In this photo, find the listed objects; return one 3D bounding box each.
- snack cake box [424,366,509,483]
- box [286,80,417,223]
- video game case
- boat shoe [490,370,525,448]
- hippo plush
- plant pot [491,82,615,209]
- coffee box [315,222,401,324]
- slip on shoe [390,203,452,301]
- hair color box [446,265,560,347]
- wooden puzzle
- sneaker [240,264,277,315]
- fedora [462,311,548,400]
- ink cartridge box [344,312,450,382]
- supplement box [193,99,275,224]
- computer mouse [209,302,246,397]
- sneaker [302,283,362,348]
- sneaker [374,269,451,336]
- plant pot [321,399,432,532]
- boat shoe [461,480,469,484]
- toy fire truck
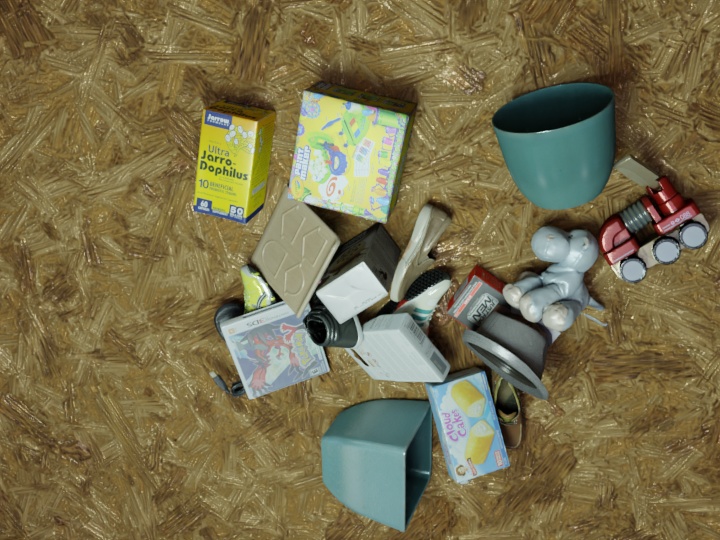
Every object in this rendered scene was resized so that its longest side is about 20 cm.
[{"bbox_3d":[0.213,0.308,1.549,0.114,0.067,0.201,-16,94,-9],"label":"snack cake box"},{"bbox_3d":[-0.015,-0.218,1.406,0.191,0.122,0.201,15,114,6],"label":"box"},{"bbox_3d":[-0.171,0.158,1.579,0.181,0.023,0.201,-19,125,-6],"label":"video game case"},{"bbox_3d":[0.293,0.284,1.564,0.071,0.068,0.201,-8,110,14],"label":"boat shoe"},{"bbox_3d":[0.368,0.008,1.389,0.199,0.159,0.162,15,114,7],"label":"hippo plush"},{"bbox_3d":[0.336,-0.202,1.302,0.199,0.201,0.162,-10,120,16],"label":"plant pot"},{"bbox_3d":[0.000,0.000,1.445,0.113,0.200,0.080,-33,105,21],"label":"coffee box"},{"bbox_3d":[0.114,-0.026,1.475,0.060,0.076,0.201,23,102,8],"label":"slip on shoe"},{"bbox_3d":[0.277,0.090,1.495,0.199,0.061,0.102,32,113,-2],"label":"hair color box"},{"bbox_3d":[-0.122,-0.037,1.501,0.200,0.046,0.186,48,120,35],"label":"wooden puzzle"},{"bbox_3d":[-0.208,0.083,1.573,0.076,0.075,0.201,-24,112,-13],"label":"sneaker"},{"bbox_3d":[0.282,0.143,1.417,0.200,0.177,0.091,40,81,-26],"label":"fedora"},{"bbox_3d":[0.059,0.157,1.541,0.199,0.047,0.160,-6,133,47],"label":"ink cartridge box"},{"bbox_3d":[-0.239,-0.207,1.466,0.108,0.110,0.201,13,113,7],"label":"supplement box"},{"bbox_3d":[-0.270,0.169,1.643,0.140,0.046,0.201,-33,110,-4],"label":"computer mouse"},{"bbox_3d":[-0.074,0.064,1.501,0.071,0.099,0.201,-44,61,36],"label":"sneaker"},{"bbox_3d":[0.119,0.080,1.529,0.093,0.070,0.200,42,116,-18],"label":"sneaker"},{"bbox_3d":[0.028,0.384,1.603,0.199,0.196,0.197,7,113,19],"label":"plant pot"},{"bbox_3d":[0.205,0.354,1.612,0.062,0.072,0.201,-17,105,11],"label":"boat shoe"},{"bbox_3d":[0.486,-0.099,1.351,0.176,0.129,0.201,-33,90,22],"label":"toy fire truck"}]
